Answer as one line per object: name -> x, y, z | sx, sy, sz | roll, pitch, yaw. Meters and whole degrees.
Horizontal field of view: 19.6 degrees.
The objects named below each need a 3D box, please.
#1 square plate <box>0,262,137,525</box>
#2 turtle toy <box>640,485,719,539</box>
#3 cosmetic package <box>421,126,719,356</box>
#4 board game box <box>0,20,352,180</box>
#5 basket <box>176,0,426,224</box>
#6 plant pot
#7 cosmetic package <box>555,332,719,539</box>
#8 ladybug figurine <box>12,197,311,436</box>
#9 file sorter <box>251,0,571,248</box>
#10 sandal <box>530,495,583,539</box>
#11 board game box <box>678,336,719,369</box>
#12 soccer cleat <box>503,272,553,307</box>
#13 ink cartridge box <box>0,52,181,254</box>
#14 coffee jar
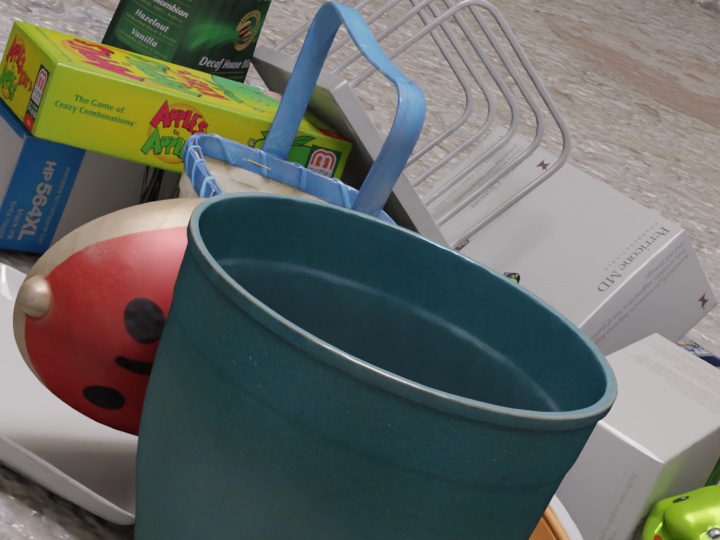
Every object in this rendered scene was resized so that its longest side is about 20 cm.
square plate -> -0.160, 0.065, 1.092 | 0.197, 0.029, 0.200 | 28, 18, 12
turtle toy -> 0.231, 0.173, 1.141 | 0.199, 0.102, 0.146 | 12, 21, -32
cosmetic package -> 0.128, -0.005, 1.393 | 0.200, 0.113, 0.081 | 31, -20, 48
board game box -> -0.116, -0.095, 1.284 | 0.199, 0.048, 0.102 | 14, 15, -29
basket -> -0.032, -0.040, 1.184 | 0.138, 0.201, 0.177 | 15, 21, -20
plant pot -> -0.014, 0.094, 0.922 | 0.199, 0.189, 0.200 | 21, 17, -7
cosmetic package -> 0.151, 0.113, 1.208 | 0.085, 0.108, 0.200 | 31, 21, 18
ladybug figurine -> -0.078, 0.033, 1.024 | 0.199, 0.136, 0.072 | 8, 32, -37
file sorter -> 0.034, -0.110, 1.379 | 0.139, 0.124, 0.200 | 56, -7, -20
sandal -> 0.045, 0.099, 1.085 | 0.207, 0.079, 0.059 | 49, 16, 13
board game box -> 0.146, 0.025, 1.532 | 0.199, 0.062, 0.200 | 2, 28, -48
soccer cleat -> 0.033, 0.058, 1.197 | 0.067, 0.081, 0.200 | 39, -31, -18
ink cartridge box -> -0.176, -0.071, 1.369 | 0.199, 0.085, 0.146 | 9, 22, -39
coffee jar -> -0.098, -0.204, 1.383 | 0.085, 0.201, 0.104 | 31, 19, 25
